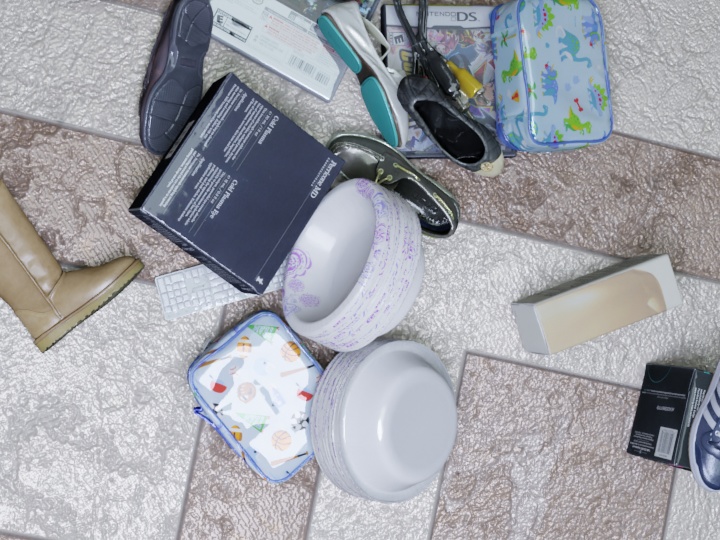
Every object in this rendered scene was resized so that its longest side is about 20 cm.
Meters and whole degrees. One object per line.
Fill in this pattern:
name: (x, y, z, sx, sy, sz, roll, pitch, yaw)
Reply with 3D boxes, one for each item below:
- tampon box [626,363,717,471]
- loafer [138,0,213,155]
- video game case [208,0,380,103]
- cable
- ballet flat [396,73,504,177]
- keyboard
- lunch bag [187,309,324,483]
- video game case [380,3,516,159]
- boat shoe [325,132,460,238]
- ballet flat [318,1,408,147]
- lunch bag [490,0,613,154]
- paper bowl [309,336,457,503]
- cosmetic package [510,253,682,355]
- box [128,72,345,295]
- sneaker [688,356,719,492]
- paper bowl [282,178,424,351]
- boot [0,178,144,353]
tampon box: (0.483, 0.213, 1.536, 0.197, 0.150, 0.128, 16, 84, -10)
loafer: (-0.236, -0.246, 1.457, 0.071, 0.063, 0.203, 13, 96, -39)
video game case: (-0.086, -0.345, 1.500, 0.198, 0.023, 0.184, 27, 85, -9)
cable: (0.084, -0.275, 1.508, 0.096, 0.050, 0.202, -29, 83, 7)
ballet flat: (0.114, -0.173, 1.470, 0.066, 0.057, 0.199, -35, 129, 26)
keyboard: (-0.161, 0.010, 1.484, 0.197, 0.011, 0.057, -16, 92, -11)
lunch bag: (-0.122, 0.157, 1.459, 0.160, 0.076, 0.201, -39, 97, -7)
video game case: (0.117, -0.250, 1.536, 0.178, 0.025, 0.204, -2, 89, -11)
boat shoe: (0.042, -0.109, 1.492, 0.200, 0.060, 0.072, 31, 113, -9)
ballet flat: (0.021, -0.256, 1.479, 0.069, 0.069, 0.202, -32, 93, -10)
lunch bag: (0.253, -0.257, 1.523, 0.159, 0.082, 0.204, -8, 92, -29)
paper bowl: (0.042, 0.186, 1.435, 0.198, 0.104, 0.204, -1, 91, -39)
cosmetic package: (0.310, 0.044, 1.530, 0.197, 0.105, 0.072, -20, 93, -9)
box: (-0.152, -0.103, 1.424, 0.181, 0.104, 0.201, 36, 80, -17)
sneaker: (0.464, 0.171, 1.402, 0.069, 0.108, 0.203, 21, 81, -9)
paper bowl: (0.000, 0.000, 1.412, 0.104, 0.200, 0.203, 26, 84, -32)
boot: (-0.388, -0.026, 1.413, 0.174, 0.066, 0.201, -38, 95, -10)
